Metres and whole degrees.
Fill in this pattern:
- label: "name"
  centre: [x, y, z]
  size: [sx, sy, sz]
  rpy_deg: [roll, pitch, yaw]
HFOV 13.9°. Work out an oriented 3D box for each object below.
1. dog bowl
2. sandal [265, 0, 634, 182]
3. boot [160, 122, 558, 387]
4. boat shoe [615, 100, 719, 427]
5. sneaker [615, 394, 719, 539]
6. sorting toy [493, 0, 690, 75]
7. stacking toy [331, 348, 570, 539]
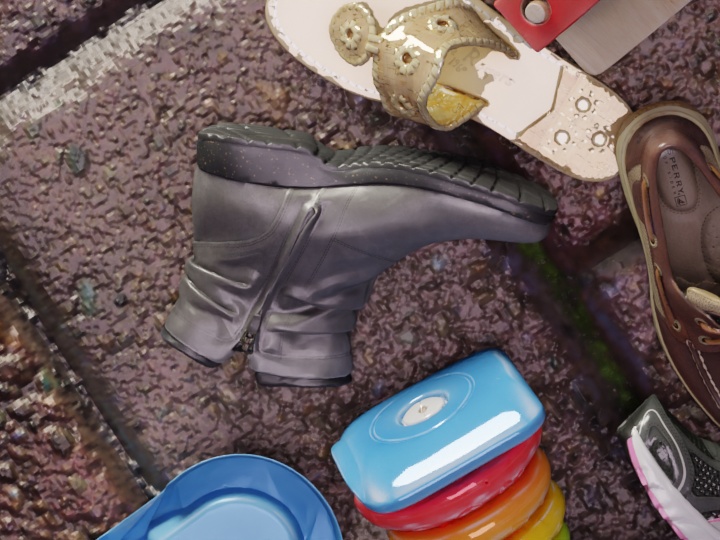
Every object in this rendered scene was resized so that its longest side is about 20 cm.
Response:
- label: "dog bowl"
  centre: [-0.099, 0.175, 1.591]
  size: [0.200, 0.050, 0.112]
  rpy_deg: [-36, 97, 6]
- label: "sandal"
  centre: [0.051, -0.106, 1.537]
  size: [0.211, 0.070, 0.078]
  rpy_deg: [25, 98, -3]
- label: "boot"
  centre: [0.000, 0.000, 1.563]
  size: [0.200, 0.070, 0.132]
  rpy_deg: [10, 102, 10]
- label: "boat shoe"
  centre: [0.188, 0.011, 1.545]
  size: [0.072, 0.072, 0.200]
  rpy_deg: [-19, 109, 2]
- label: "sneaker"
  centre: [0.222, 0.128, 1.574]
  size: [0.086, 0.080, 0.200]
  rpy_deg: [-45, 108, 6]
- label: "sorting toy"
  centre: [0.111, -0.217, 1.473]
  size: [0.200, 0.070, 0.199]
  rpy_deg: [48, 126, -4]
- label: "stacking toy"
  centre: [0.077, 0.153, 1.573]
  size: [0.110, 0.116, 0.200]
  rpy_deg: [-30, 111, -1]
